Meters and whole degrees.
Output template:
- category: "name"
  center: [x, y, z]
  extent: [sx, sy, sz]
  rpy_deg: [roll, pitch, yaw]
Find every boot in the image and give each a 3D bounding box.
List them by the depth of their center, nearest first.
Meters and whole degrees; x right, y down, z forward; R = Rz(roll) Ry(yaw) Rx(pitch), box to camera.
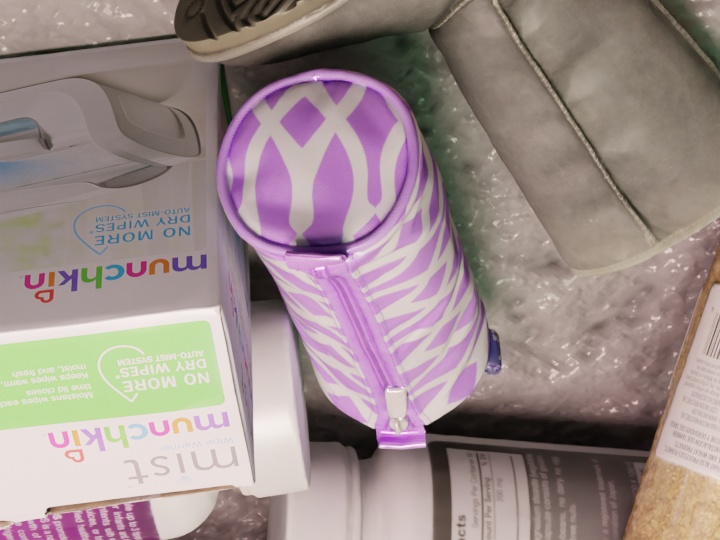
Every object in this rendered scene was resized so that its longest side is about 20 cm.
- category: "boot"
  center: [0.048, -0.073, 0.882]
  extent: [0.182, 0.073, 0.200]
  rpy_deg: [-22, 133, 16]

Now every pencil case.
- category: "pencil case"
  center: [0.000, 0.000, 0.871]
  extent: [0.084, 0.086, 0.200]
  rpy_deg: [2, 155, 15]

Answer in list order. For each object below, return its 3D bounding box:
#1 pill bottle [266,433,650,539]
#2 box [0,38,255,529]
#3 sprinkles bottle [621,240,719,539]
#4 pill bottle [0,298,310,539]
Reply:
- category: "pill bottle"
  center: [0.059, 0.134, 1.010]
  extent: [0.200, 0.114, 0.114]
  rpy_deg: [5, 128, -7]
- category: "box"
  center: [-0.145, 0.006, 0.855]
  extent: [0.200, 0.177, 0.097]
  rpy_deg: [-6, 129, 2]
- category: "sprinkles bottle"
  center: [0.160, 0.063, 0.927]
  extent: [0.068, 0.068, 0.200]
  rpy_deg: [18, 91, -18]
- category: "pill bottle"
  center: [-0.124, 0.064, 0.942]
  extent: [0.200, 0.112, 0.112]
  rpy_deg: [-6, 129, 1]
